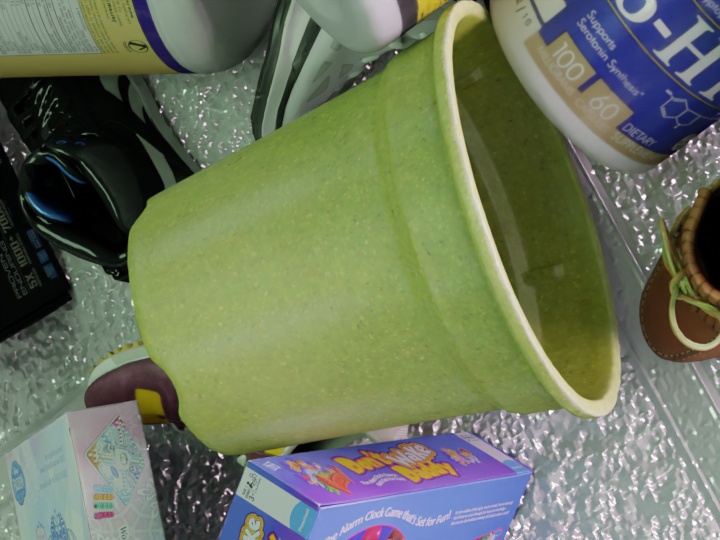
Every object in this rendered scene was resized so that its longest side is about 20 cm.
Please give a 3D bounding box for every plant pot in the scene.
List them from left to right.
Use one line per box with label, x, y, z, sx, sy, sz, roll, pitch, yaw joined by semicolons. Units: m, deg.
plant pot;0.000;0.000;1.114;0.183;0.200;0.201;-20;80;18

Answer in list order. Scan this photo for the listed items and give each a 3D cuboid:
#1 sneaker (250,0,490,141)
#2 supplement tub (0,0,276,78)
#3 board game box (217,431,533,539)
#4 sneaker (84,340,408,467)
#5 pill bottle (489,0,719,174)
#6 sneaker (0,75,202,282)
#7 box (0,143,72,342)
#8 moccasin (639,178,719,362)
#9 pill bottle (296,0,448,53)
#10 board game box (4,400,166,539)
sneaker;0.013;-0.118;1.209;0.115;0.076;0.201;14;143;-5
supplement tub;-0.157;-0.175;1.267;0.199;0.145;0.146;1;91;22
board game box;-0.004;0.153;1.162;0.045;0.200;0.135;29;105;29
sneaker;-0.065;0.076;1.272;0.199;0.075;0.091;-14;78;32
pill bottle;0.168;-0.146;1.094;0.200;0.120;0.120;-38;72;27
sneaker;-0.161;-0.075;1.307;0.200;0.112;0.073;46;112;23
box;-0.272;-0.036;1.320;0.086;0.164;0.201;-22;96;30
moccasin;0.172;-0.008;1.082;0.074;0.077;0.201;70;155;11
pill bottle;0.048;-0.198;1.078;0.200;0.113;0.112;-38;68;-11
board game box;-0.138;0.181;1.273;0.200;0.043;0.200;150;108;-70
